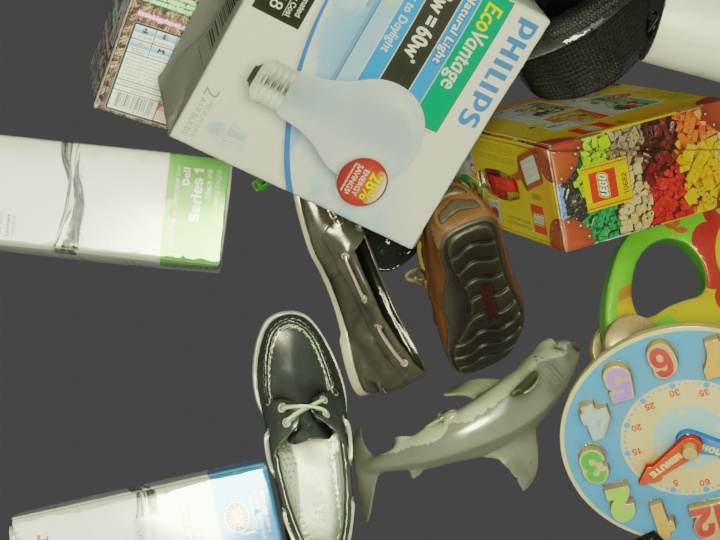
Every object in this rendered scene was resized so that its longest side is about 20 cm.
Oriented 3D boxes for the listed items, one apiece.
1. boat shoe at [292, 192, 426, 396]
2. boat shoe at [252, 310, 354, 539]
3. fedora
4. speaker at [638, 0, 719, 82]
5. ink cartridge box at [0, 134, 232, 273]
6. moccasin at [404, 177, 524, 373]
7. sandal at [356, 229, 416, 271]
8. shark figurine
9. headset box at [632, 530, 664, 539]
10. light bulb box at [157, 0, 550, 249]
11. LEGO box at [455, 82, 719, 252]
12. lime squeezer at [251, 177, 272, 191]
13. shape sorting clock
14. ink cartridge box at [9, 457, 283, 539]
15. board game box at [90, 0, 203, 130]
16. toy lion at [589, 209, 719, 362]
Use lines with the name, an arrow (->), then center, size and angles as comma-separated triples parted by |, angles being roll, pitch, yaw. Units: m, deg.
boat shoe -> 0.000, 0.000, 1.519 | 0.057, 0.067, 0.201 | -13, 105, 16
boat shoe -> -0.039, 0.130, 1.530 | 0.075, 0.060, 0.201 | -13, 91, -7
fedora -> 0.166, -0.199, 1.514 | 0.200, 0.201, 0.092 | -31, 122, -4
speaker -> 0.322, -0.178, 1.549 | 0.199, 0.081, 0.082 | 14, 88, -3
ink cartridge box -> -0.199, -0.049, 1.479 | 0.199, 0.146, 0.085 | 7, 88, -4
moccasin -> 0.076, 0.005, 1.491 | 0.073, 0.202, 0.078 | -26, 51, -2
sandal -> 0.041, -0.098, 1.544 | 0.075, 0.048, 0.201 | 21, 89, -2
shark figurine -> 0.088, 0.136, 1.502 | 0.214, 0.128, 0.090 | -29, 100, 3
headset box -> 0.175, 0.316, 1.524 | 0.199, 0.077, 0.149 | -24, 101, -3
light bulb box -> -0.008, -0.154, 1.377 | 0.199, 0.125, 0.199 | 24, 110, -20
LEGO box -> 0.167, -0.082, 1.458 | 0.148, 0.200, 0.078 | -16, 104, -17
lime squeezer -> -0.007, -0.134, 1.522 | 0.070, 0.200, 0.038 | 8, 47, -40
shape sorting clock -> 0.254, 0.129, 1.516 | 0.199, 0.039, 0.201 | 2, 123, 3
ink cartridge box -> -0.155, 0.237, 1.508 | 0.199, 0.086, 0.147 | -12, 89, -3
board game box -> -0.095, -0.203, 1.462 | 0.159, 0.097, 0.201 | 17, 112, -18
toy lion -> 0.295, 0.005, 1.559 | 0.199, 0.069, 0.193 | 11, 82, -3
